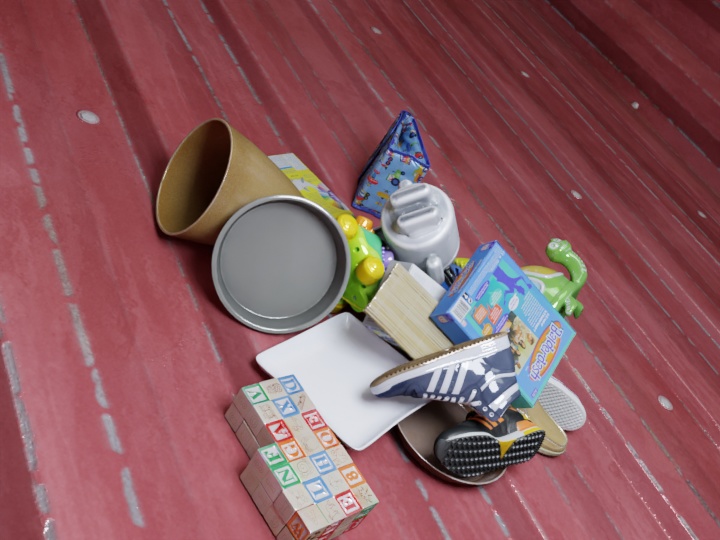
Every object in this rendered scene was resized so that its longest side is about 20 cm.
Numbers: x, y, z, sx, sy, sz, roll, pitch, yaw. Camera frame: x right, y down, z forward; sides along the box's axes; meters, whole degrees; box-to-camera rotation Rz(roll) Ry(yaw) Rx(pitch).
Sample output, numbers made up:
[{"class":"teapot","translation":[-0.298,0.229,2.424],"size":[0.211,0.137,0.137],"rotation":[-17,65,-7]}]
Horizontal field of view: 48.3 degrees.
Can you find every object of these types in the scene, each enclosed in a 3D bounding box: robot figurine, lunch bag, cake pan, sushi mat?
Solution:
[{"class":"robot figurine","translation":[0.096,-0.060,1.260],"size":[0.200,0.113,0.170],"rotation":[63,13,-66]},{"class":"lunch bag","translation":[0.060,-0.216,1.585],"size":[0.094,0.151,0.200],"rotation":[24,34,-15]},{"class":"cake pan","translation":[-0.115,-0.010,1.155],"size":[0.200,0.200,0.037],"rotation":[22,4,-18]},{"class":"sushi mat","translation":[0.096,0.087,1.140],"size":[0.200,0.012,0.096],"rotation":[44,58,-17]}]

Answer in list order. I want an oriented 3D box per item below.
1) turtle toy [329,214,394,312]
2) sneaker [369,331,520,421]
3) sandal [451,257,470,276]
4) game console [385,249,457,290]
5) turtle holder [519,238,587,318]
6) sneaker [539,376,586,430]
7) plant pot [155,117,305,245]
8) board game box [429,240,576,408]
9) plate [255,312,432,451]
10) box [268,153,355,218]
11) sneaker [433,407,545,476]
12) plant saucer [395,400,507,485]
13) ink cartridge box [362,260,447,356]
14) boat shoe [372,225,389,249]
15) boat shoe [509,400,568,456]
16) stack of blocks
[{"class":"turtle toy","translation":[0.000,0.000,1.249],"size":[0.101,0.146,0.200],"rotation":[-28,83,-42]},{"class":"sneaker","translation":[0.120,0.163,1.084],"size":[0.070,0.200,0.109],"rotation":[166,-95,-86]},{"class":"sandal","translation":[0.228,0.037,1.475],"size":[0.079,0.087,0.200],"rotation":[3,23,-43]},{"class":"game console","translation":[0.121,0.053,1.370],"size":[0.200,0.118,0.171],"rotation":[59,-2,22]},{"class":"turtle holder","translation":[0.290,0.047,1.323],"size":[0.132,0.186,0.141],"rotation":[35,31,21]},{"class":"sneaker","translation":[0.304,0.179,1.369],"size":[0.200,0.073,0.114],"rotation":[39,30,7]},{"class":"plant pot","translation":[-0.177,-0.106,1.237],"size":[0.200,0.186,0.187],"rotation":[26,31,-39]},{"class":"board game box","translation":[0.213,0.080,1.181],"size":[0.200,0.045,0.152],"rotation":[47,60,-14]},{"class":"plate","translation":[-0.016,0.154,1.123],"size":[0.200,0.032,0.200],"rotation":[38,38,24]},{"class":"box","translation":[-0.102,-0.125,1.426],"size":[0.200,0.048,0.117],"rotation":[45,34,20]},{"class":"sneaker","translation":[0.166,0.231,1.135],"size":[0.200,0.070,0.090],"rotation":[3,26,-36]},{"class":"plant saucer","translation":[0.126,0.233,1.175],"size":[0.200,0.035,0.200],"rotation":[22,34,-16]},{"class":"ink cartridge box","translation":[0.098,0.078,1.220],"size":[0.050,0.109,0.200],"rotation":[11,-19,45]},{"class":"boat shoe","translation":[0.004,-0.029,1.373],"size":[0.074,0.068,0.199],"rotation":[44,34,15]},{"class":"boat shoe","translation":[0.254,0.212,1.274],"size":[0.200,0.076,0.072],"rotation":[37,33,4]},{"class":"stack of blocks","translation":[-0.084,0.230,0.973],"size":[0.115,0.059,0.200],"rotation":[-8,51,-46]}]
